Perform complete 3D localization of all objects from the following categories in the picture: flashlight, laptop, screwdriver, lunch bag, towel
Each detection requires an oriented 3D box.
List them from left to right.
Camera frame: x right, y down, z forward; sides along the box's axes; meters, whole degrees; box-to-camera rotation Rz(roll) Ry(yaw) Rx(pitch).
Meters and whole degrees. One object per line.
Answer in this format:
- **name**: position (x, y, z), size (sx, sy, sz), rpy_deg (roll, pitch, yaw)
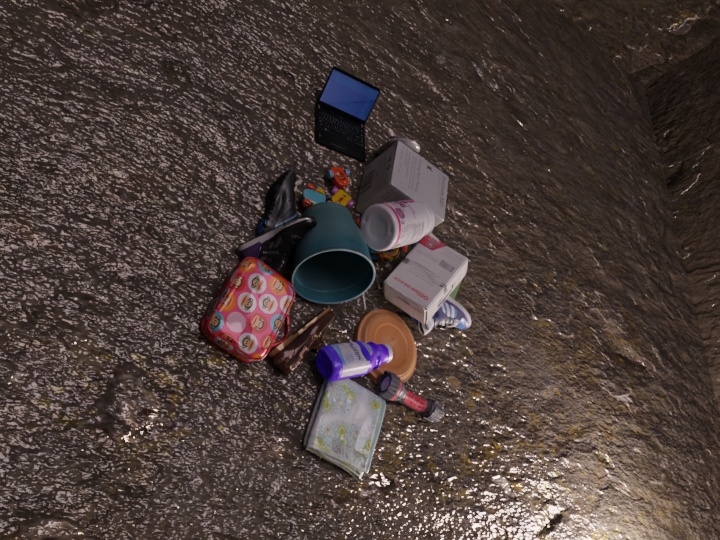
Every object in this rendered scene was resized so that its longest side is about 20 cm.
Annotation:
- **lunch bag**: position (-0.229, 0.092, 1.261), size (0.175, 0.082, 0.202), rpy_deg (37, 61, -18)
- **towel**: position (-0.033, 0.351, 1.337), size (0.170, 0.048, 0.202), rpy_deg (36, 51, -22)
- **laptop**: position (-0.032, -0.448, 1.680), size (0.175, 0.103, 0.203), rpy_deg (15, 60, -33)
- **screwdriver**: position (0.000, 0.000, 1.471), size (0.028, 0.029, 0.203), rpy_deg (12, 60, -52)
- **flashlight**: position (0.128, 0.320, 1.454), size (0.199, 0.068, 0.068), rpy_deg (33, 25, -25)

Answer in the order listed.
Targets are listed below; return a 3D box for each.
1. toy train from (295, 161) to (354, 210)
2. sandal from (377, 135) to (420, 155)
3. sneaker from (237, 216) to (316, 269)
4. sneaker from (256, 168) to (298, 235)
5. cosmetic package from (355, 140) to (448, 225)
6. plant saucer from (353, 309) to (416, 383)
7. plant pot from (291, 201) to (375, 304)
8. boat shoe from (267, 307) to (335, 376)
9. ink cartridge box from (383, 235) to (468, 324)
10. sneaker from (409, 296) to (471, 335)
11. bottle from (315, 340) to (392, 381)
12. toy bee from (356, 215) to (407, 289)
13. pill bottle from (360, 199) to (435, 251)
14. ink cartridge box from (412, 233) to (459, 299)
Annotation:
- **toy train**: position (-0.099, -0.211, 1.551), size (0.198, 0.056, 0.151), rpy_deg (-16, 67, -38)
- **sandal**: position (0.107, -0.365, 1.690), size (0.082, 0.202, 0.050), rpy_deg (25, 81, -25)
- **sneaker**: position (-0.178, -0.053, 1.331), size (0.089, 0.198, 0.076), rpy_deg (66, 15, 2)
- **sneaker**: position (-0.192, -0.157, 1.439), size (0.081, 0.073, 0.203), rpy_deg (30, 64, -29)
- **cosmetic package**: position (0.120, -0.219, 1.652), size (0.198, 0.166, 0.169), rpy_deg (29, 53, -26)
- **plant saucer**: position (0.071, 0.197, 1.506), size (0.198, 0.032, 0.203), rpy_deg (17, 60, -32)
- **plant pot**: position (-0.073, -0.054, 1.410), size (0.198, 0.200, 0.190), rpy_deg (19, 43, -31)
- **boat shoe**: position (-0.124, 0.163, 1.338), size (0.071, 0.070, 0.199), rpy_deg (50, 55, 1)
- **ink cartridge box**: position (0.174, 0.023, 1.561), size (0.145, 0.085, 0.200), rpy_deg (32, 62, 23)
- **sneaker**: position (0.214, 0.140, 1.626), size (0.200, 0.080, 0.147), rpy_deg (44, 57, -18)
- **bottle**: position (-0.009, 0.208, 1.373), size (0.198, 0.066, 0.084), rpy_deg (-2, 39, -41)
- **toy bee**: position (0.067, -0.065, 1.575), size (0.131, 0.107, 0.203), rpy_deg (-25, 96, -87)
- **pill bottle**: position (0.099, -0.119, 1.471), size (0.199, 0.113, 0.115), rpy_deg (-16, 79, -51)
- **ink cartridge box**: position (0.231, -0.003, 1.722), size (0.200, 0.048, 0.146), rpy_deg (42, 48, -13)
